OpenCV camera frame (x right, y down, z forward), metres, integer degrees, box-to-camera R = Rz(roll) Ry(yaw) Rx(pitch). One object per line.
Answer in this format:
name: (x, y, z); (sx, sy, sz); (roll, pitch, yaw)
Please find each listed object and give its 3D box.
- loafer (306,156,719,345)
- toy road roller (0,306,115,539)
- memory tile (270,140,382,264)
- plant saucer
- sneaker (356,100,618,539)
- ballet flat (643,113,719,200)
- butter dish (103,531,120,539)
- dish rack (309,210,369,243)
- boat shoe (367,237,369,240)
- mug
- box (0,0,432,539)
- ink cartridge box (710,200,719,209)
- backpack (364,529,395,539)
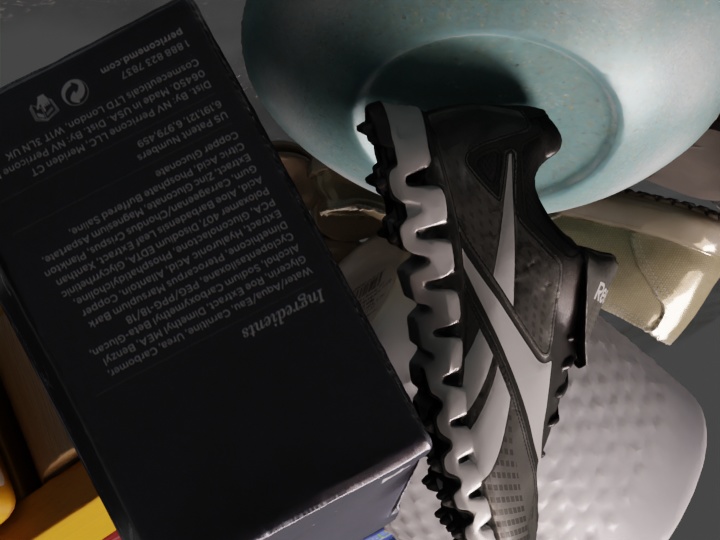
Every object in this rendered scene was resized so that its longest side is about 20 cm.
loafer: (0.066, -0.014, 1.137); (0.199, 0.069, 0.076); (12, -179, 19)
toy road roller: (-0.198, 0.081, 1.174); (0.200, 0.123, 0.146); (-32, 158, 18)
memory tile: (0.000, 0.000, 1.262); (0.199, 0.017, 0.154); (6, 132, -29)
plant saucer: (0.050, -0.073, 1.003); (0.200, 0.039, 0.201); (4, 143, 3)
sneaker: (0.060, 0.027, 0.980); (0.090, 0.201, 0.066); (-11, -173, -5)
ballet flat: (0.082, -0.086, 1.066); (0.067, 0.199, 0.046); (117, -9, -50)
butter dish: (-0.106, 0.123, 1.539); (0.200, 0.148, 0.199); (-35, 169, 27)
dish rack: (-0.006, 0.011, 1.323); (0.199, 0.055, 0.154); (-13, 138, -15)
boat shoe: (0.074, -0.043, 1.446); (0.086, 0.075, 0.202); (-34, 171, 25)
mug: (0.040, 0.074, 1.246); (0.200, 0.175, 0.148); (-24, -146, 50)
box: (-0.072, 0.027, 1.025); (0.117, 0.200, 0.197); (-28, 169, -9)
ink cartridge box: (0.217, -0.100, 1.088); (0.043, 0.200, 0.198); (24, 106, -36)
backpack: (0.018, 0.231, 2.408); (0.183, 0.147, 0.200); (-33, 172, 27)
